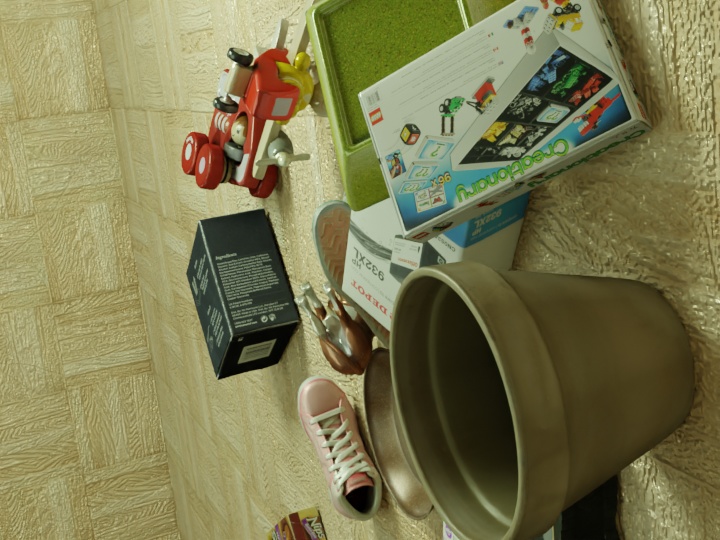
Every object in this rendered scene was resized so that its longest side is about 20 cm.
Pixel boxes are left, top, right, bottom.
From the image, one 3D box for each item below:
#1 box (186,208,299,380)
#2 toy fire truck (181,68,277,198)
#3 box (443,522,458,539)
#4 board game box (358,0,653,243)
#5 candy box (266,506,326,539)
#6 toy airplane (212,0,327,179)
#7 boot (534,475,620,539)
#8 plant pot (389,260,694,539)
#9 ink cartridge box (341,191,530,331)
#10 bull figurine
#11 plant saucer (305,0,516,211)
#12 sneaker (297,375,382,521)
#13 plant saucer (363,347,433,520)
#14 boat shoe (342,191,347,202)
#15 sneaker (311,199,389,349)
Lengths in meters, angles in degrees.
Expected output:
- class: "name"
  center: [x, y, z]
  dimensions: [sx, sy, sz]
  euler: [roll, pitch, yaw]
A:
- class: "box"
  center: [-0.194, 0.040, 1.725]
  dimensions: [0.197, 0.116, 0.202]
  euler: [121, 133, -62]
- class: "toy fire truck"
  center: [-0.187, -0.208, 1.613]
  dimensions: [0.200, 0.111, 0.170]
  euler: [38, 117, 59]
- class: "box"
  center: [0.144, 0.303, 1.070]
  dimensions: [0.200, 0.041, 0.039]
  euler: [-140, 43, -59]
- class: "board game box"
  center: [0.101, -0.119, 0.797]
  dimensions: [0.198, 0.034, 0.128]
  euler: [-25, 72, 27]
- class: "candy box"
  center: [-0.103, 0.476, 1.802]
  dimensions: [0.200, 0.056, 0.118]
  euler: [122, 133, -64]
- class: "toy airplane"
  center: [-0.083, -0.227, 1.298]
  dimensions: [0.200, 0.139, 0.201]
  euler: [109, -177, -68]
- class: "boot"
  center: [0.167, 0.226, 0.937]
  dimensions: [0.138, 0.076, 0.203]
  euler: [-161, 75, -72]
- class: "plant pot"
  center: [0.138, 0.082, 0.776]
  dimensions: [0.200, 0.171, 0.203]
  euler: [169, 90, -70]
- class: "ink cartridge box"
  center: [0.064, -0.031, 0.991]
  dimensions: [0.145, 0.083, 0.202]
  euler: [39, 140, 31]
- class: "bull figurine"
  center: [-0.024, 0.063, 1.256]
  dimensions: [0.122, 0.065, 0.200]
  euler: [58, 180, -9]
- class: "plant saucer"
  center: [0.040, -0.179, 0.893]
  dimensions: [0.198, 0.048, 0.202]
  euler: [-22, 71, 27]
- class: "sneaker"
  center: [-0.022, 0.240, 1.428]
  dimensions: [0.105, 0.074, 0.203]
  euler: [-173, 66, -73]
- class: "plant saucer"
  center: [0.057, 0.185, 1.247]
  dimensions: [0.200, 0.036, 0.203]
  euler: [168, 90, -70]
- class: "boat shoe"
  center: [0.020, -0.080, 1.160]
  dimensions: [0.202, 0.073, 0.066]
  euler: [112, 176, -69]
- class: "sneaker"
  center: [0.000, 0.000, 1.171]
  dimensions: [0.201, 0.071, 0.080]
  euler: [59, 178, -29]
